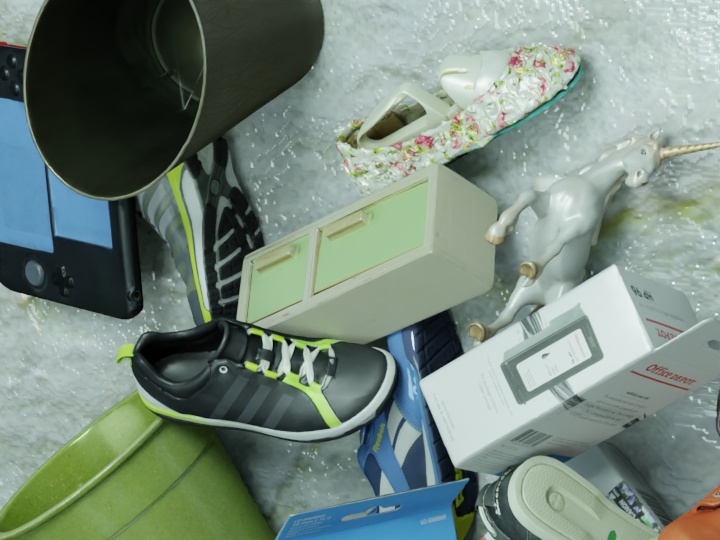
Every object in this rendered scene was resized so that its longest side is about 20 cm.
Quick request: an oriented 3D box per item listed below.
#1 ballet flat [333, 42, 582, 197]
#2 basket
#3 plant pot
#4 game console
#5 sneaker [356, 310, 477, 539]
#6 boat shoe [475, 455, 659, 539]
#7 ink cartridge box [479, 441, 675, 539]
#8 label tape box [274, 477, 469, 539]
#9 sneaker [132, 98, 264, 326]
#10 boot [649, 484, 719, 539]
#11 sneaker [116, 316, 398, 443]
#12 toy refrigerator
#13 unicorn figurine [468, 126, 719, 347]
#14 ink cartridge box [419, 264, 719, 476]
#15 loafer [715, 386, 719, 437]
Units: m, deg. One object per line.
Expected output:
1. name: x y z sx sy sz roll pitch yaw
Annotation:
1. ballet flat: 0.060 -0.110 1.621 0.200 0.076 0.064 -30 116 31
2. basket: -0.119 -0.157 1.630 0.136 0.200 0.181 32 119 15
3. plant pot: -0.147 0.208 1.793 0.200 0.200 0.190 -31 104 32
4. game console: -0.235 -0.071 1.790 0.177 0.031 0.201 15 115 46
5. sneaker: 0.032 0.110 1.714 0.082 0.074 0.201 4 107 29
6. boat shoe: 0.163 0.203 1.568 0.200 0.072 0.068 41 140 -10
7. ink cartridge box: 0.130 0.224 1.653 0.200 0.050 0.109 -46 51 13
8. label tape box: -0.008 0.229 1.667 0.063 0.144 0.200 69 152 23
9. sneaker: -0.132 -0.046 1.759 0.081 0.074 0.201 -9 97 40
10. boot: 0.252 0.158 1.541 0.075 0.200 0.107 35 112 20
11. sneaker: -0.075 0.073 1.653 0.199 0.072 0.083 -3 147 14
12. toy refrigerator: 0.000 0.000 1.664 0.070 0.076 0.200 30 141 -35
13. unicorn figurine: 0.140 -0.020 1.593 0.074 0.137 0.200 44 139 12
14. ink cartridge box: 0.155 0.060 1.538 0.200 0.116 0.068 -32 66 22
15. loafer: 0.284 0.029 1.556 0.072 0.063 0.201 24 116 19
